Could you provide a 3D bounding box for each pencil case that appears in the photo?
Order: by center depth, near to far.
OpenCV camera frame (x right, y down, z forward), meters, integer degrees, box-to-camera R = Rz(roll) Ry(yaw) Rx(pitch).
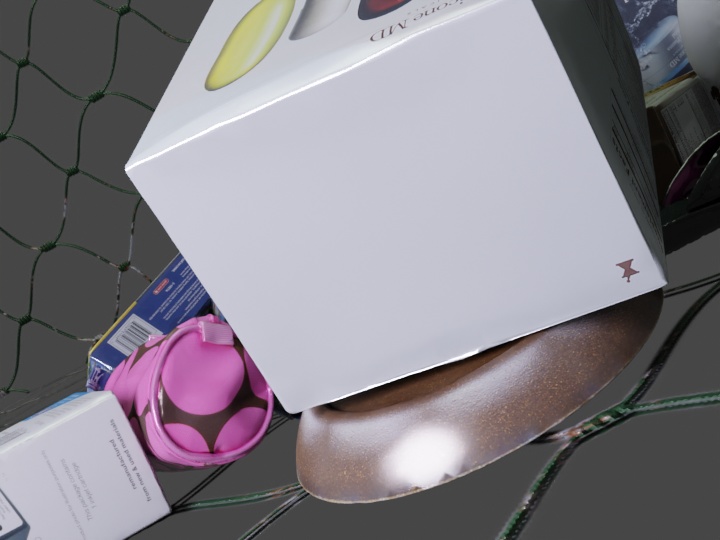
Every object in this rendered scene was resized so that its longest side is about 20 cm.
[{"bbox_3d":[-0.115,0.079,0.806,0.090,0.095,0.200,18,-14,-19],"label":"pencil case"}]

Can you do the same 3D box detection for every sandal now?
[{"bbox_3d":[0.219,-0.056,0.791,0.199,0.048,0.075,-28,5,-9],"label":"sandal"}]

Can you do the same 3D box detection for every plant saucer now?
[{"bbox_3d":[0.049,0.038,0.616,0.198,0.032,0.200,-27,15,8],"label":"plant saucer"}]

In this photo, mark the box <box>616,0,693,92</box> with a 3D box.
[{"bbox_3d":[0.270,-0.196,1.099,0.195,0.202,0.117,-26,4,6],"label":"box"}]

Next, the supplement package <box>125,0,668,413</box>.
[{"bbox_3d":[0.025,-0.075,0.599,0.189,0.148,0.201,-21,30,21],"label":"supplement package"}]

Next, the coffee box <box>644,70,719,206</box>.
[{"bbox_3d":[0.208,-0.082,0.943,0.112,0.081,0.200,-23,5,32],"label":"coffee box"}]

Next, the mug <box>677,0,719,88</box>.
[{"bbox_3d":[0.307,-0.205,0.875,0.174,0.200,0.149,-6,57,36],"label":"mug"}]

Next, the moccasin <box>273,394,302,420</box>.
[{"bbox_3d":[-0.041,0.055,0.807,0.068,0.081,0.199,-21,0,-30],"label":"moccasin"}]

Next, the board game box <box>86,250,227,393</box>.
[{"bbox_3d":[-0.140,0.068,1.034,0.201,0.061,0.201,-52,-12,-35],"label":"board game box"}]

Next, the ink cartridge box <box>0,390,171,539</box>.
[{"bbox_3d":[-0.230,0.154,0.765,0.199,0.087,0.146,-30,5,-21],"label":"ink cartridge box"}]
